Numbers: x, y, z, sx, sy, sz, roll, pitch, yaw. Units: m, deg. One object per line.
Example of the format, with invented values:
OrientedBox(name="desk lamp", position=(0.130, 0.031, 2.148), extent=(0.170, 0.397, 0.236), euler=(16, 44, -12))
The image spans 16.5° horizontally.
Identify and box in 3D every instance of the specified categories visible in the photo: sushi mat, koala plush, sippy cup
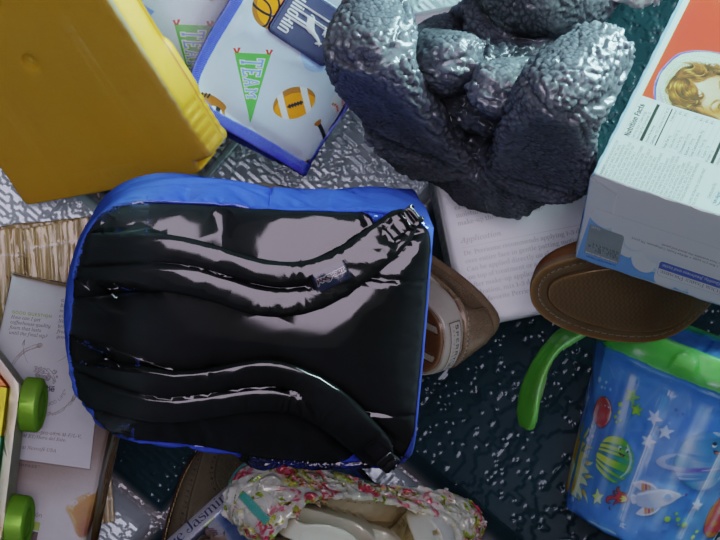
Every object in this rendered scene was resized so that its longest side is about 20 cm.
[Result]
OrientedBox(name="sushi mat", position=(-0.210, 0.068, 1.584), extent=(0.095, 0.012, 0.201), euler=(-4, 88, -5))
OrientedBox(name="koala plush", position=(0.096, -0.152, 1.480), extent=(0.177, 0.184, 0.200), euler=(14, 68, 17))
OrientedBox(name="sippy cup", position=(0.192, 0.104, 1.551), extent=(0.178, 0.140, 0.131), euler=(23, 97, 19))

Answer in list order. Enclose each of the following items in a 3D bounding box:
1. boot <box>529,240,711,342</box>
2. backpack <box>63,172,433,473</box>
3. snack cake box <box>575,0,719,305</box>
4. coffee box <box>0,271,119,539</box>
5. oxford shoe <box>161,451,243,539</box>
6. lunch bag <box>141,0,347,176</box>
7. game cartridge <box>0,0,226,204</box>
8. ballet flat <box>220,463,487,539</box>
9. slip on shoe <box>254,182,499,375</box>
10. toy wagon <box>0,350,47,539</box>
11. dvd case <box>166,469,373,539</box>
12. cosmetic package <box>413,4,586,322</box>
OrientedBox(name="boot", position=(0.182, -0.037, 1.516), extent=(0.199, 0.074, 0.155), euler=(-6, 43, -13))
OrientedBox(name="backpack", position=(-0.069, 0.027, 1.423), extent=(0.199, 0.168, 0.163), euler=(3, 98, -6))
OrientedBox(name="snack cake box", position=(0.211, -0.073, 1.454), extent=(0.115, 0.067, 0.200), euler=(18, 44, 13))
OrientedBox(name="coffee box", position=(-0.191, 0.108, 1.520), extent=(0.080, 0.114, 0.201), euler=(12, 88, -2))
OrientedBox(name="oxford shoe", position=(-0.070, 0.122, 1.557), extent=(0.070, 0.075, 0.200), euler=(27, 86, -1))
OrientedBox(name="lunch bag", position=(-0.079, -0.175, 1.539), extent=(0.200, 0.124, 0.170), euler=(30, 89, 6))
OrientedBox(name="game cartridge", position=(-0.190, -0.134, 1.493), extent=(0.200, 0.176, 0.032), euler=(57, 46, -27))
OrientedBox(name="ballet flat", position=(0.004, 0.163, 1.513), extent=(0.200, 0.064, 0.076), euler=(14, 113, -35))
OrientedBox(name="slip on shoe", position=(0.000, 0.000, 1.547), extent=(0.200, 0.061, 0.076), euler=(27, 123, 36))
OrientedBox(name="toy wagon", position=(-0.262, 0.081, 1.448), extent=(0.155, 0.040, 0.201), euler=(6, 86, 5))
OrientedBox(name="dvd case", position=(-0.067, 0.198, 1.544), extent=(0.200, 0.018, 0.143), euler=(-42, 128, -4))
OrientedBox(name="cosmetic package", position=(0.092, -0.069, 1.576), extent=(0.101, 0.071, 0.201), euler=(-11, 88, -2))
